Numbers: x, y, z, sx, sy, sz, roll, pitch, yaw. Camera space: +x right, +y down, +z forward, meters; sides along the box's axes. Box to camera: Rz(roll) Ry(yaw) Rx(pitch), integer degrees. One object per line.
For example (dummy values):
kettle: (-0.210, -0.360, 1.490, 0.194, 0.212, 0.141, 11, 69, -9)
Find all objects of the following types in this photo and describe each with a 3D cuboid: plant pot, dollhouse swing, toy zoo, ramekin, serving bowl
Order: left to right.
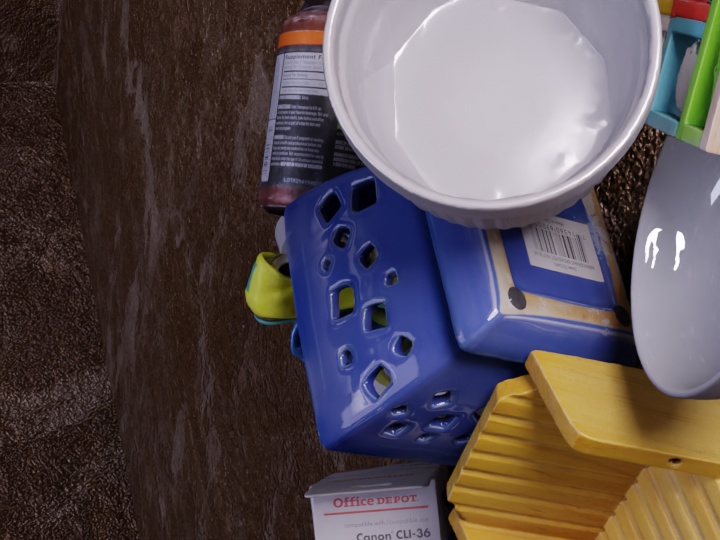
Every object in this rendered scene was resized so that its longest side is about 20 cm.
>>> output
plant pot: (0.079, 0.015, 0.867, 0.179, 0.198, 0.203, -37, 54, 41)
ramekin: (0.081, -0.121, 0.729, 0.105, 0.197, 0.203, 54, -156, -75)
dollhouse swing: (0.161, 0.196, 0.782, 0.201, 0.179, 0.178, 110, 168, -45)
toy zoo: (0.196, -0.150, 0.709, 0.200, 0.020, 0.133, -106, 27, -73)
serving bowl: (0.221, -0.022, 0.661, 0.200, 0.065, 0.203, -167, 90, -82)

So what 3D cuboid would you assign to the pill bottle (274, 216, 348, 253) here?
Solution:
pill bottle: (-0.024, 0.024, 1.266, 0.110, 0.108, 0.202, 109, 147, -46)

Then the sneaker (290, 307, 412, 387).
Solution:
sneaker: (-0.016, 0.040, 1.062, 0.200, 0.103, 0.077, -134, 54, -68)

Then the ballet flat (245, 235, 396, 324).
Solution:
ballet flat: (0.000, 0.000, 0.995, 0.067, 0.197, 0.068, -127, 34, -57)

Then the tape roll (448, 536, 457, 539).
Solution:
tape roll: (0.020, 0.312, 1.099, 0.199, 0.197, 0.087, -173, 79, -68)

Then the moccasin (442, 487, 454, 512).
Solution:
moccasin: (0.128, 0.250, 0.989, 0.200, 0.067, 0.082, -129, 39, -55)

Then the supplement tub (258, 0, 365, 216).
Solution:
supplement tub: (-0.022, -0.143, 0.987, 0.107, 0.105, 0.204, -177, 95, -68)

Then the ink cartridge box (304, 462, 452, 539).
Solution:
ink cartridge box: (0.021, 0.219, 1.081, 0.200, 0.114, 0.069, 26, -122, -80)

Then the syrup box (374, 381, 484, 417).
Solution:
syrup box: (0.069, 0.102, 1.087, 0.200, 0.080, 0.080, 131, 132, -60)
